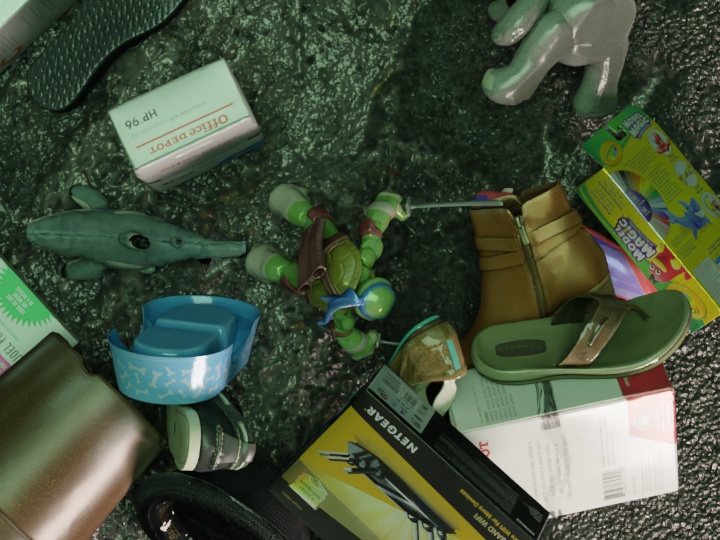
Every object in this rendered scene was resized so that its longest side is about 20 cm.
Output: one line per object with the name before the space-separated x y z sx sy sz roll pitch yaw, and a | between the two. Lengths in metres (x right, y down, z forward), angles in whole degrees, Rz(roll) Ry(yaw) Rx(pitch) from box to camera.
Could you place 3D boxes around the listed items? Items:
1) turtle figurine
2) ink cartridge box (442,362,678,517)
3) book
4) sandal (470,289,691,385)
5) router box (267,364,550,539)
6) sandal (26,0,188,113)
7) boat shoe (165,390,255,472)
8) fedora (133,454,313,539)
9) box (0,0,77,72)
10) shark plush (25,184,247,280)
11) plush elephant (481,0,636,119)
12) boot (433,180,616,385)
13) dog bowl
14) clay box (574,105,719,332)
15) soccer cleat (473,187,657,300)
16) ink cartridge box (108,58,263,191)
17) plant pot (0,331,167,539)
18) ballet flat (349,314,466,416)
turtle figurine | 0.000 0.000 1.650 0.200 0.194 0.144 -26 128 -30
ink cartridge box | 0.184 0.149 1.640 0.200 0.083 0.147 -12 132 -1
book | -0.386 0.086 1.698 0.200 0.048 0.134 -42 94 -2
sandal | 0.196 0.055 1.584 0.201 0.057 0.080 -11 46 2
router box | 0.041 0.204 1.578 0.200 0.052 0.157 42 123 -1
sandal | -0.240 -0.234 1.713 0.200 0.043 0.076 -40 81 8
boat shoe | -0.142 0.135 1.626 0.068 0.200 0.072 1 103 -15
fedora | -0.108 0.231 1.653 0.200 0.201 0.092 30 55 1
box | -0.317 -0.287 1.668 0.200 0.124 0.097 -44 88 -2
shark plush | -0.211 -0.018 1.679 0.200 0.083 0.091 18 88 0
plush elephant | 0.173 -0.260 1.666 0.165 0.155 0.200 -3 128 -37
boot | 0.130 0.012 1.656 0.200 0.074 0.155 -23 107 11
dog bowl | -0.159 0.072 1.627 0.111 0.200 0.050 6 106 11
clay box | 0.285 -0.052 1.671 0.200 0.048 0.115 50 44 2
soccer cleat | 0.194 -0.015 1.691 0.200 0.067 0.077 24 85 -3
ink cartridge box | -0.156 -0.132 1.618 0.116 0.200 0.068 -26 88 -1
plant pot | -0.297 0.176 1.629 0.200 0.200 0.198 44 80 1
ballet flat | 0.046 0.109 1.609 0.068 0.200 0.072 -24 76 -31
